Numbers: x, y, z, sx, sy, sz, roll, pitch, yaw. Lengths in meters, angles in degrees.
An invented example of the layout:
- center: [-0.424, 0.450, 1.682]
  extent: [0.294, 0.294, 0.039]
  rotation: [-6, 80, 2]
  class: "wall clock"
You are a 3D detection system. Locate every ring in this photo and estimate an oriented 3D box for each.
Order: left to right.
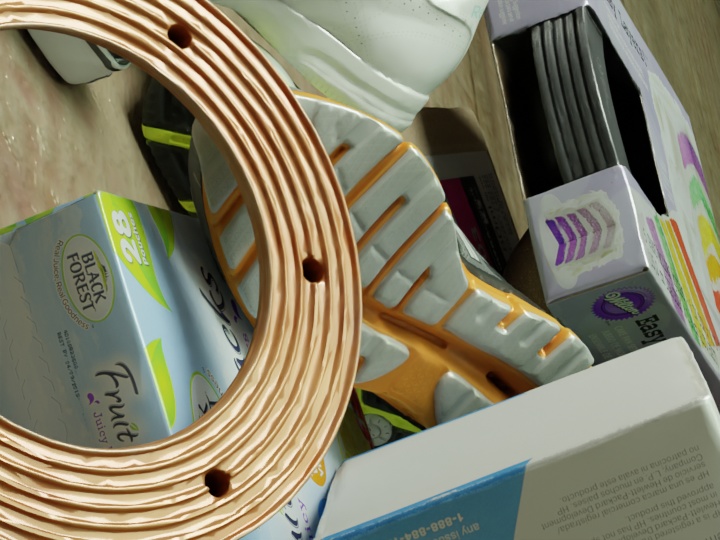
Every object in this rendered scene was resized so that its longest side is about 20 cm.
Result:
- center: [-0.086, -0.008, 0.863]
  extent: [0.200, 0.019, 0.201]
  rotation: [15, 62, -31]
  class: "ring"

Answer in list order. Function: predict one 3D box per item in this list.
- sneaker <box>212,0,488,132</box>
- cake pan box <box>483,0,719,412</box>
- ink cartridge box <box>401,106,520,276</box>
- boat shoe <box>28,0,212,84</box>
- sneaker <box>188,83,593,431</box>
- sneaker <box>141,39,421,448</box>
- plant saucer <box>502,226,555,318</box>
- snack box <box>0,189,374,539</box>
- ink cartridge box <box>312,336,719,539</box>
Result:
- center: [-0.036, -0.144, 1.161]
  extent: [0.200, 0.089, 0.075]
  rotation: [36, 10, -21]
  class: "sneaker"
- center: [0.111, -0.031, 1.275]
  extent: [0.200, 0.052, 0.184]
  rotation: [50, 24, -54]
  class: "cake pan box"
- center: [0.032, 0.031, 1.291]
  extent: [0.165, 0.075, 0.200]
  rotation: [-15, 86, -76]
  class: "ink cartridge box"
- center: [-0.117, -0.151, 1.033]
  extent: [0.071, 0.064, 0.200]
  rotation: [-96, 159, -44]
  class: "boat shoe"
- center: [0.000, 0.000, 1.001]
  extent: [0.200, 0.078, 0.077]
  rotation: [47, -3, -42]
  class: "sneaker"
- center: [-0.016, -0.010, 1.181]
  extent: [0.076, 0.075, 0.200]
  rotation: [-70, 139, -67]
  class: "sneaker"
- center: [0.103, 0.067, 1.289]
  extent: [0.200, 0.034, 0.201]
  rotation: [-18, 90, -76]
  class: "plant saucer"
- center: [-0.049, 0.072, 0.972]
  extent: [0.200, 0.068, 0.169]
  rotation: [12, 58, -70]
  class: "snack box"
- center: [0.082, 0.142, 0.938]
  extent: [0.125, 0.128, 0.200]
  rotation: [-75, 144, -82]
  class: "ink cartridge box"
